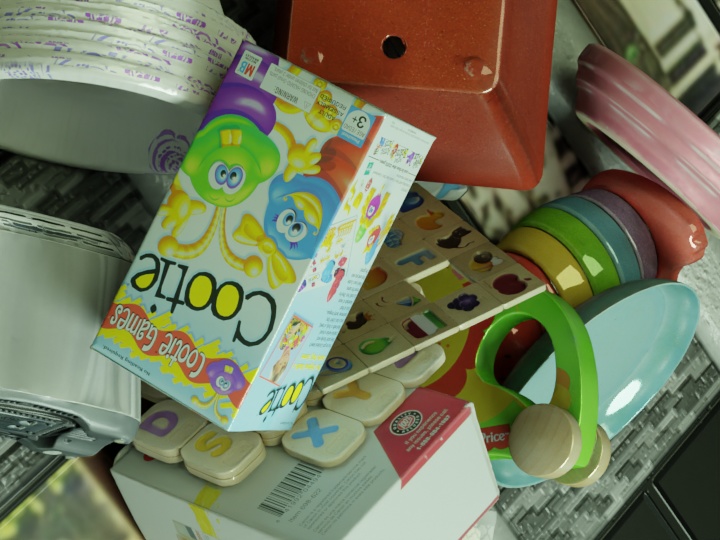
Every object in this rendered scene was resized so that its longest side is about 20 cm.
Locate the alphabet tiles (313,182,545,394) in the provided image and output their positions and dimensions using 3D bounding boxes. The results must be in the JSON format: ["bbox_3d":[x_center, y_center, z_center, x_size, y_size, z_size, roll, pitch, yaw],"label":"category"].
[{"bbox_3d":[0.000,0.000,1.260,0.167,0.200,0.008,-24,126,-19],"label":"alphabet tiles"}]

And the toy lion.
[{"bbox_3d":[0.064,0.057,1.287,0.069,0.199,0.193,21,63,-55],"label":"toy lion"}]

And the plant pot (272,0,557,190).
[{"bbox_3d":[0.032,-0.171,1.259,0.199,0.176,0.201,5,85,4],"label":"plant pot"}]

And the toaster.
[{"bbox_3d":[-0.224,0.035,1.160,0.199,0.113,0.130,13,70,-28],"label":"toaster"}]

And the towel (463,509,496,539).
[{"bbox_3d":[0.005,0.243,1.314,0.199,0.032,0.192,15,74,-29],"label":"towel"}]

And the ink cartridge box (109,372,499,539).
[{"bbox_3d":[-0.036,0.132,1.202,0.145,0.199,0.084,-44,131,-30],"label":"ink cartridge box"}]

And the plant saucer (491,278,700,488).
[{"bbox_3d":[0.163,0.077,1.373,0.199,0.201,0.027,-22,55,-33],"label":"plant saucer"}]

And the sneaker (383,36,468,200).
[{"bbox_3d":[0.018,-0.142,1.370,0.086,0.075,0.201,-14,89,-28],"label":"sneaker"}]

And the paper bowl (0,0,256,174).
[{"bbox_3d":[-0.161,-0.136,1.175,0.200,0.200,0.105,15,73,-29],"label":"paper bowl"}]

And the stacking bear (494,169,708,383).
[{"bbox_3d":[0.139,0.015,1.394,0.200,0.122,0.114,-31,65,-30],"label":"stacking bear"}]

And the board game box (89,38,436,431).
[{"bbox_3d":[-0.056,-0.017,1.117,0.103,0.105,0.201,28,95,18],"label":"board game box"}]

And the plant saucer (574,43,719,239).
[{"bbox_3d":[0.235,-0.091,1.442,0.200,0.201,0.051,40,93,-20],"label":"plant saucer"}]

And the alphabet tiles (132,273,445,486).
[{"bbox_3d":[-0.051,0.061,1.221,0.200,0.195,0.015,-42,130,-31],"label":"alphabet tiles"}]
